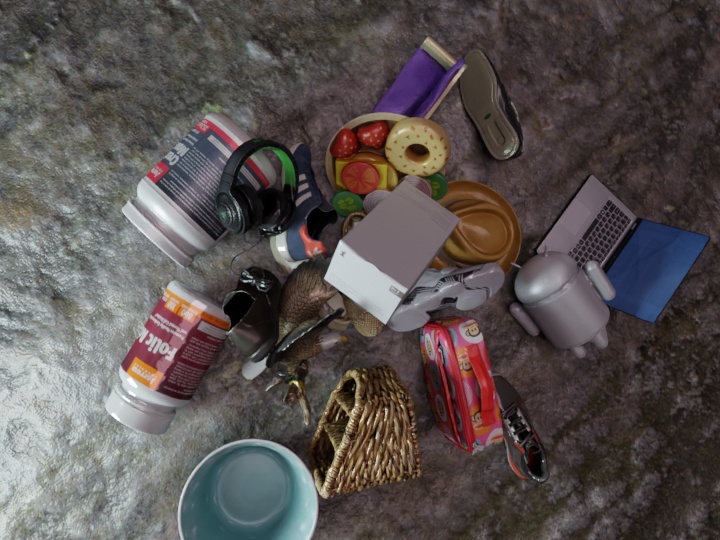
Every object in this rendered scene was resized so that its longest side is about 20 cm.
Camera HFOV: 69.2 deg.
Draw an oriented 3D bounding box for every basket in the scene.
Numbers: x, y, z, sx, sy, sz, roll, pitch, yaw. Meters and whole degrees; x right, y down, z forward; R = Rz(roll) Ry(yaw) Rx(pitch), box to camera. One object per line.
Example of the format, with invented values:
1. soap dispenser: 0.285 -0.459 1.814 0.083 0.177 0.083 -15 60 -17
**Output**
1. basket: -0.010 0.223 0.776 0.147 0.200 0.145 -9 90 -10

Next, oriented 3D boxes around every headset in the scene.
1. headset: -0.137 -0.077 0.728 0.123 0.093 0.203 -2 111 -52

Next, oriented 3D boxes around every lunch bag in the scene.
1. lunch bag: 0.161 0.175 0.822 0.081 0.176 0.203 -12 89 -11

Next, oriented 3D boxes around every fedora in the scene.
1. fedora: 0.193 -0.065 0.884 0.197 0.082 0.204 1 87 -10

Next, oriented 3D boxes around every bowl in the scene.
1. bowl: -0.165 0.344 0.791 0.197 0.105 0.204 0 89 -9

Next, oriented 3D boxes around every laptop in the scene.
1. laptop: 0.454 -0.045 0.916 0.199 0.116 0.188 40 81 -6

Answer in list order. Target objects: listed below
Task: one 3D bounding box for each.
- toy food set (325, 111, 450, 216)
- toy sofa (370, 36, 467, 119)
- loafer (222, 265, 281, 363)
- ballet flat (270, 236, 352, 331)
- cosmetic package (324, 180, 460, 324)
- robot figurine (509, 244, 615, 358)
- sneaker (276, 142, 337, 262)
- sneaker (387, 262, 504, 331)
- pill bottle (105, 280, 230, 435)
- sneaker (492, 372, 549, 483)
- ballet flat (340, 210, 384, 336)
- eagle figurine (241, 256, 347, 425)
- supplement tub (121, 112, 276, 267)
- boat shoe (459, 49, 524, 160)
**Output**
1. toy food set: 0.041 -0.154 0.822 0.197 0.200 0.049 4 46 4
2. toy sofa: 0.083 -0.284 0.867 0.082 0.098 0.201 37 83 -7
3. loafer: -0.160 0.045 0.761 0.073 0.201 0.071 -43 120 10
4. ballet flat: -0.073 0.011 0.843 0.069 0.069 0.201 -39 94 -9
5. cosmetic package: 0.050 -0.033 0.747 0.112 0.082 0.200 37 46 9
6. robot figurine: 0.340 0.051 0.889 0.169 0.113 0.201 -34 100 27
7. sneaker: -0.075 -0.111 0.816 0.083 0.075 0.203 -6 71 20
8. sneaker: 0.123 0.012 0.836 0.198 0.116 0.075 -24 135 14
9. pill bottle: -0.281 0.128 0.774 0.113 0.114 0.202 30 82 -8
10. sneaker: 0.270 0.266 0.886 0.076 0.082 0.202 -30 93 -10
11. ballet flat: 0.000 0.000 0.812 0.069 0.065 0.203 -10 75 -4
12. eagle figurine: -0.086 0.094 0.775 0.151 0.202 0.150 30 40 30
13. supplement tub: -0.236 -0.119 0.780 0.140 0.140 0.200 43 81 -6
14. boat shoe: 0.232 -0.290 0.921 0.067 0.071 0.203 -15 82 -46
